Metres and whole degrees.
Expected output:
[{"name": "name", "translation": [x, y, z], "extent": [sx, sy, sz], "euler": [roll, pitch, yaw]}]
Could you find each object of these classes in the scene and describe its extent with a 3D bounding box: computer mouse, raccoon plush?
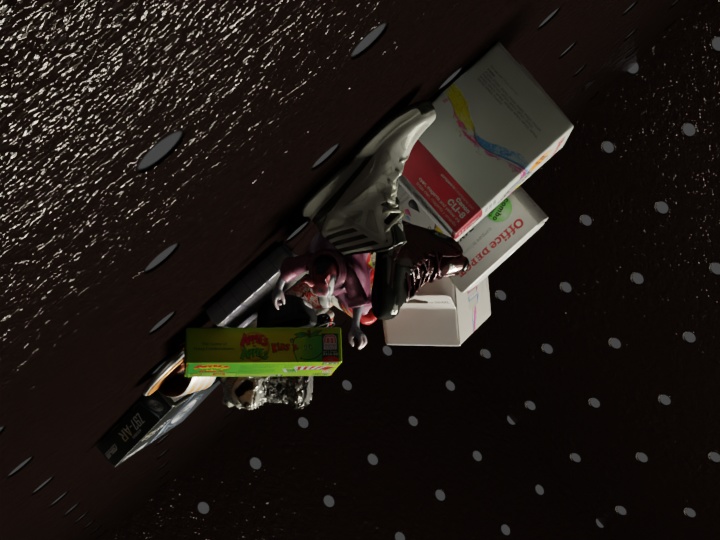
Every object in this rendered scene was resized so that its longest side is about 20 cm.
[{"name": "computer mouse", "translation": [-0.125, 0.071, 1.630], "extent": [0.139, 0.046, 0.200], "euler": [-19, 170, 11]}, {"name": "raccoon plush", "translation": [-0.141, 0.157, 1.854], "extent": [0.133, 0.098, 0.200], "euler": [-2, -164, 11]}]

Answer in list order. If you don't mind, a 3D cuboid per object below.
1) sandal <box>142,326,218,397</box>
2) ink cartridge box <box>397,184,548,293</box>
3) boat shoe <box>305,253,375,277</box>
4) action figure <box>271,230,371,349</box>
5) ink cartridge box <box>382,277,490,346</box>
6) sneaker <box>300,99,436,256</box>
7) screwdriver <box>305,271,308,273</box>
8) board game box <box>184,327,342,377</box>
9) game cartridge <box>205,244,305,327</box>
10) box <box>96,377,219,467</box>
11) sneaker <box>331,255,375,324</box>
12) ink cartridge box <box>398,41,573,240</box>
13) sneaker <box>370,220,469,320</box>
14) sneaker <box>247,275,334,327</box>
[{"name": "sandal", "translation": [-0.216, 0.128, 1.648], "extent": [0.079, 0.059, 0.206], "euler": [-46, 173, 39]}, {"name": "ink cartridge box", "translation": [0.140, -0.095, 1.657], "extent": [0.147, 0.200, 0.146], "euler": [-43, 175, 14]}, {"name": "boat shoe", "translation": [-0.007, -0.033, 1.804], "extent": [0.200, 0.074, 0.067], "euler": [-47, 153, -15]}, {"name": "action figure", "translation": [-0.023, 0.001, 1.428], "extent": [0.150, 0.133, 0.200], "euler": [-65, 174, 3]}, {"name": "ink cartridge box", "translation": [0.114, 0.038, 1.864], "extent": [0.128, 0.126, 0.200], "euler": [-1, -167, 23]}, {"name": "sneaker", "translation": [0.036, -0.094, 1.356], "extent": [0.200, 0.115, 0.076], "euler": [-44, 174, 20]}, {"name": "screwdriver", "translation": [-0.030, -0.065, 1.558], "extent": [0.028, 0.029, 0.200], "euler": [-30, 166, -51]}, {"name": "board game box", "translation": [-0.130, 0.107, 1.550], "extent": [0.198, 0.048, 0.102], "euler": [0, 165, -10]}, {"name": "game cartridge", "translation": [-0.132, 0.023, 1.557], "extent": [0.130, 0.038, 0.200], "euler": [-45, 175, -1]}, {"name": "box", "translation": [-0.292, 0.204, 1.810], "extent": [0.160, 0.044, 0.200], "euler": [-45, 174, 26]}, {"name": "sneaker", "translation": [0.000, 0.000, 1.702], "extent": [0.077, 0.085, 0.201], "euler": [-36, 145, -20]}, {"name": "ink cartridge box", "translation": [0.146, -0.157, 1.494], "extent": [0.200, 0.145, 0.145], "euler": [-42, 174, 0]}, {"name": "sneaker", "translation": [0.076, -0.004, 1.432], "extent": [0.201, 0.114, 0.076], "euler": [-83, -176, -57]}, {"name": "sneaker", "translation": [-0.111, 0.085, 1.800], "extent": [0.067, 0.108, 0.201], "euler": [-37, 173, -39]}]
